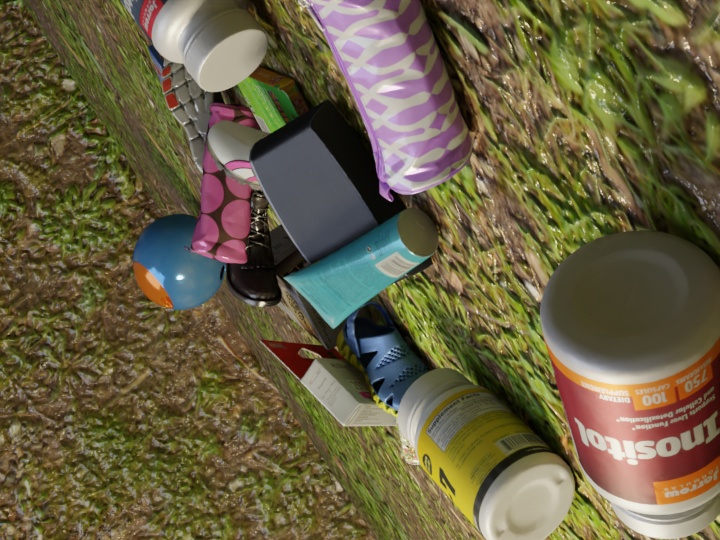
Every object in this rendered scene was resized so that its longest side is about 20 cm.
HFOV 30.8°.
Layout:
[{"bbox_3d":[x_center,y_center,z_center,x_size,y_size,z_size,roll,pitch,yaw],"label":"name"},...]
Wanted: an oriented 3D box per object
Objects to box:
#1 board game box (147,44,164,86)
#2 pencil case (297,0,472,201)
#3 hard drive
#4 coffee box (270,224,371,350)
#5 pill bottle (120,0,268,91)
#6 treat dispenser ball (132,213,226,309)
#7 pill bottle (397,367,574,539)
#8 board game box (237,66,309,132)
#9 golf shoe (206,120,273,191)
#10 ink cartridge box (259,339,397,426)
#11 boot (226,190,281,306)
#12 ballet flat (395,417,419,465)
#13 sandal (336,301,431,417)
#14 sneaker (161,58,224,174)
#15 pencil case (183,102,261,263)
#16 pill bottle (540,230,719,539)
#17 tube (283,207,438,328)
[{"bbox_3d":[-0.251,-0.245,2.011,0.201,0.034,0.136,54,169,19],"label":"board game box"},{"bbox_3d":[0.018,-0.154,0.982,0.084,0.085,0.201,37,157,57],"label":"pencil case"},{"bbox_3d":[-0.026,-0.063,1.353,0.134,0.042,0.201,-23,105,42],"label":"hard drive"},{"bbox_3d":[-0.076,0.017,1.859,0.114,0.079,0.200,62,167,-27],"label":"coffee box"},{"bbox_3d":[-0.189,-0.295,1.403,0.201,0.119,0.120,53,168,20],"label":"pill bottle"},{"bbox_3d":[-0.382,-0.018,2.766,0.202,0.200,0.201,53,168,16],"label":"treat dispenser ball"},{"bbox_3d":[0.127,0.194,1.388,0.200,0.114,0.115,44,163,51],"label":"pill bottle"},{"bbox_3d":[-0.093,-0.186,1.520,0.096,0.030,0.200,62,170,-25],"label":"board game box"},{"bbox_3d":[-0.078,-0.125,1.424,0.198,0.073,0.093,27,132,15],"label":"golf shoe"},{"bbox_3d":[-0.019,0.138,1.752,0.173,0.044,0.199,44,-165,25],"label":"ink cartridge box"},{"bbox_3d":[-0.143,-0.070,1.765,0.201,0.068,0.176,-116,31,-45],"label":"boot"},{"bbox_3d":[0.087,0.221,1.752,0.063,0.076,0.201,30,161,25],"label":"ballet flat"},{"bbox_3d":[0.035,0.111,1.663,0.200,0.079,0.088,42,143,36],"label":"sandal"},{"bbox_3d":[-0.218,-0.220,1.808,0.082,0.076,0.203,-9,-96,-81],"label":"sneaker"},{"bbox_3d":[-0.171,-0.113,1.692,0.094,0.089,0.203,-17,-62,-79],"label":"pencil case"},{"bbox_3d":[0.185,0.081,0.834,0.113,0.112,0.201,45,164,45],"label":"pill bottle"},{"bbox_3d":[0.000,0.000,1.321,0.078,0.050,0.199,49,138,-8],"label":"tube"}]
